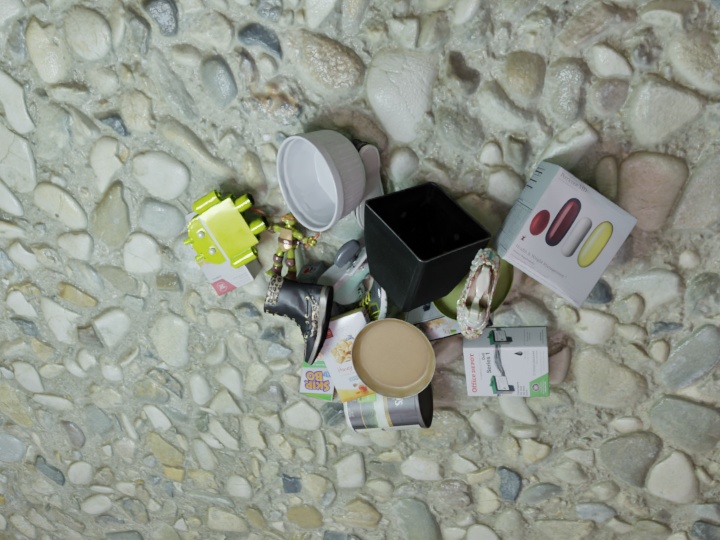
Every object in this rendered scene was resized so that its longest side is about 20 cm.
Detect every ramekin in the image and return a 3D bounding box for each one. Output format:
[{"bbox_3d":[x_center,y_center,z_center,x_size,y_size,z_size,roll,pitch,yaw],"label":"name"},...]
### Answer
[{"bbox_3d":[-0.077,-0.196,1.399,0.198,0.104,0.205,30,134,36],"label":"ramekin"}]

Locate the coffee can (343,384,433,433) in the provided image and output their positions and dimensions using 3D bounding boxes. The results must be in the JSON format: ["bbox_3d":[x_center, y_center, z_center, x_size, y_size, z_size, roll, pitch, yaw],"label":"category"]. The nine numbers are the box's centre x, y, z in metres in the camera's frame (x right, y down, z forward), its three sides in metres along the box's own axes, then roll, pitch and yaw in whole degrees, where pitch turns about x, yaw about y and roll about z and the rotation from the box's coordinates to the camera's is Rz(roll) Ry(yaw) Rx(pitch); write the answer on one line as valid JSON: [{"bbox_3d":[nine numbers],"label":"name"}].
[{"bbox_3d":[0.072,0.327,1.682,0.195,0.147,0.149,-9,118,19],"label":"coffee can"}]

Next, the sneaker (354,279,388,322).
[{"bbox_3d":[0.021,0.099,1.598,0.082,0.075,0.205,7,122,0],"label":"sneaker"}]

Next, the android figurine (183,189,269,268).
[{"bbox_3d":[-0.311,-0.090,1.525,0.196,0.041,0.185,-26,111,12],"label":"android figurine"}]

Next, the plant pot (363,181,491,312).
[{"bbox_3d":[0.120,-0.037,1.394,0.200,0.196,0.180,47,139,33],"label":"plant pot"}]

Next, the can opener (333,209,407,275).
[{"bbox_3d":[0.024,-0.072,1.471,0.066,0.053,0.200,40,96,-22],"label":"can opener"}]

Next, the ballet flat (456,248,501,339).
[{"bbox_3d":[0.234,0.055,1.350,0.073,0.064,0.206,11,111,9],"label":"ballet flat"}]

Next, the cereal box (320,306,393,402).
[{"bbox_3d":[-0.018,0.202,1.593,0.141,0.040,0.204,-20,102,20],"label":"cereal box"}]

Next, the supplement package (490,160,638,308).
[{"bbox_3d":[0.396,-0.075,1.329,0.188,0.147,0.203,30,102,-6],"label":"supplement package"}]

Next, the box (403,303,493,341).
[{"bbox_3d":[0.203,0.092,1.531,0.195,0.118,0.061,-17,118,21],"label":"box"}]

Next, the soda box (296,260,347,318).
[{"bbox_3d":[-0.085,0.084,1.626,0.062,0.069,0.203,-15,115,22],"label":"soda box"}]

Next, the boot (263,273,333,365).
[{"bbox_3d":[-0.147,0.108,1.532,0.147,0.073,0.205,17,119,8],"label":"boot"}]

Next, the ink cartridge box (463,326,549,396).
[{"bbox_3d":[0.344,0.217,1.585,0.194,0.085,0.150,-3,119,15],"label":"ink cartridge box"}]

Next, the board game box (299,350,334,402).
[{"bbox_3d":[-0.108,0.266,1.765,0.093,0.030,0.204,13,124,7],"label":"board game box"}]

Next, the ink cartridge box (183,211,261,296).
[{"bbox_3d":[-0.341,-0.054,1.610,0.114,0.068,0.203,-22,111,23],"label":"ink cartridge box"}]

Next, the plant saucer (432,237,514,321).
[{"bbox_3d":[0.241,0.019,1.456,0.195,0.205,0.031,-16,151,22],"label":"plant saucer"}]

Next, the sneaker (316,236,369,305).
[{"bbox_3d":[0.000,0.000,1.570,0.199,0.074,0.118,-38,147,8],"label":"sneaker"}]

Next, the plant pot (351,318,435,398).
[{"bbox_3d":[0.076,0.197,1.527,0.194,0.028,0.206,5,113,13],"label":"plant pot"}]

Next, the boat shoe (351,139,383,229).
[{"bbox_3d":[0.004,-0.186,1.451,0.060,0.073,0.204,39,147,41],"label":"boat shoe"}]

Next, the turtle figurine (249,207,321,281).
[{"bbox_3d":[-0.179,-0.066,1.559,0.195,0.064,0.166,16,103,19],"label":"turtle figurine"}]
